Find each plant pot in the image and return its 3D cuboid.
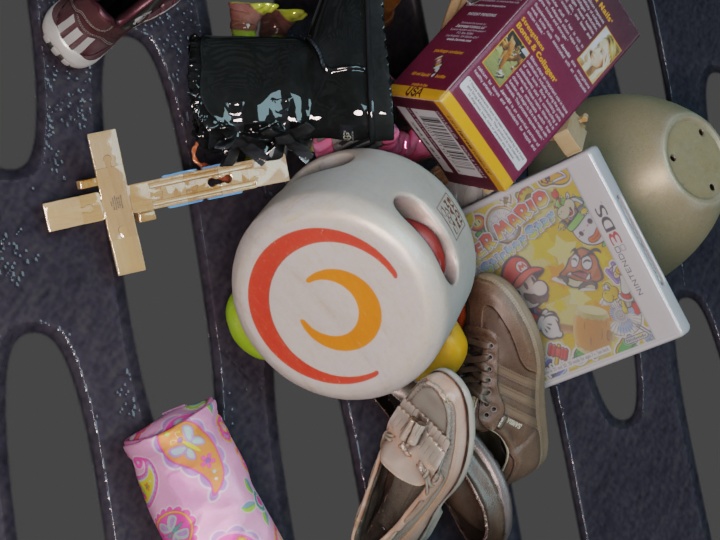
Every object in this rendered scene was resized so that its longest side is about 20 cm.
[{"bbox_3d":[0.283,-0.090,1.749,0.200,0.134,0.201,12,70,-34],"label":"plant pot"}]

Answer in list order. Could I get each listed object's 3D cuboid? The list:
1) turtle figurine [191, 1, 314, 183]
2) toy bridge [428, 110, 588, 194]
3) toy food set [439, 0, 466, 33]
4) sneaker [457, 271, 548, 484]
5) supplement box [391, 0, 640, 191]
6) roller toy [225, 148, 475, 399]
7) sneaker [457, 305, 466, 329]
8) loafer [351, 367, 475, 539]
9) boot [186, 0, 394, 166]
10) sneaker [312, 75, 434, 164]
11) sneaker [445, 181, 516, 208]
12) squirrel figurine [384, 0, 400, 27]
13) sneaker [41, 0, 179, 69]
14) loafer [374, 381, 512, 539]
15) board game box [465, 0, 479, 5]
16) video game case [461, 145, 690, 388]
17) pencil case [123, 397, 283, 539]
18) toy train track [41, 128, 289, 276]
[{"bbox_3d":[-0.079,-0.145,1.535,0.200,0.064,0.162,3,89,-47],"label":"turtle figurine"},{"bbox_3d":[0.118,-0.099,1.588,0.027,0.200,0.067,52,34,-24],"label":"toy bridge"},{"bbox_3d":[0.116,-0.238,1.649,0.048,0.200,0.199,22,96,7],"label":"toy food set"},{"bbox_3d":[0.118,0.103,1.570,0.075,0.070,0.201,-29,116,-34],"label":"sneaker"},{"bbox_3d":[0.133,-0.179,1.529,0.200,0.086,0.110,-49,121,-17],"label":"supplement box"},{"bbox_3d":[0.000,0.000,1.461,0.199,0.183,0.140,17,29,10],"label":"roller toy"},{"bbox_3d":[0.058,0.000,1.575,0.073,0.077,0.200,-42,114,-24],"label":"sneaker"},{"bbox_3d":[0.040,0.166,1.456,0.063,0.200,0.072,-21,53,-34],"label":"loafer"},{"bbox_3d":[-0.060,-0.176,1.439,0.162,0.073,0.199,-4,62,-3],"label":"boot"},{"bbox_3d":[0.005,-0.141,1.554,0.200,0.079,0.096,13,62,-68],"label":"sneaker"},{"bbox_3d":[0.151,-0.015,1.645,0.200,0.099,0.078,55,49,-10],"label":"sneaker"},{"bbox_3d":[0.038,-0.315,1.564,0.142,0.186,0.200,63,19,1],"label":"squirrel figurine"},{"bbox_3d":[-0.169,-0.248,1.466,0.076,0.115,0.200,46,54,-16],"label":"sneaker"},{"bbox_3d":[0.062,0.158,1.551,0.071,0.073,0.200,-28,89,-29],"label":"loafer"},{"bbox_3d":[0.076,-0.340,1.488,0.200,0.028,0.135,53,55,-16],"label":"board game box"},{"bbox_3d":[0.170,0.007,1.590,0.023,0.200,0.182,-34,97,-52],"label":"video game case"},{"bbox_3d":[-0.110,0.202,1.393,0.087,0.087,0.201,-30,96,-39],"label":"pencil case"},{"bbox_3d":[-0.157,-0.064,1.438,0.199,0.033,0.115,-13,96,-13],"label":"toy train track"}]
